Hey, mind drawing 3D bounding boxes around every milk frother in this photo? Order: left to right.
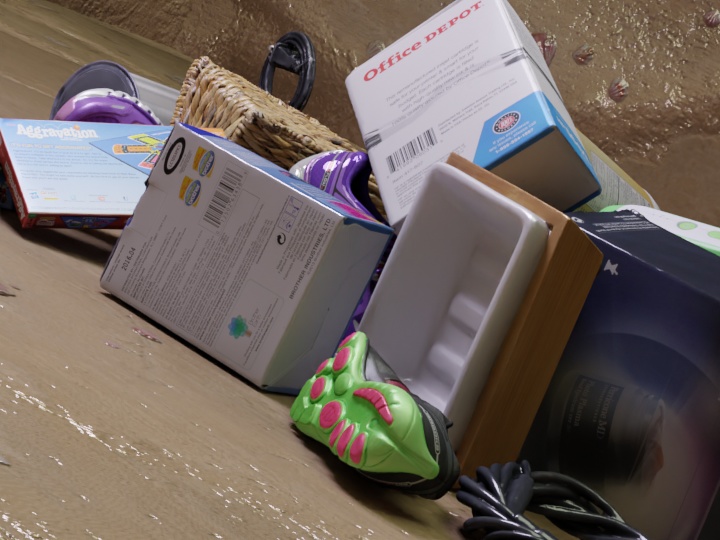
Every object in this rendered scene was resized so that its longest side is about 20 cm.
[{"bbox_3d":[-0.161,-0.157,2.068,0.180,0.200,0.188,16,0,37],"label":"milk frother"}]

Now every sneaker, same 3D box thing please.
[{"bbox_3d":[-0.174,-0.068,1.787,0.200,0.080,0.088,47,8,-37],"label":"sneaker"},{"bbox_3d":[0.000,0.000,1.643,0.083,0.200,0.081,-17,-13,14],"label":"sneaker"},{"bbox_3d":[0.011,0.101,1.390,0.084,0.077,0.200,41,5,-19],"label":"sneaker"}]

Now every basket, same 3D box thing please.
[{"bbox_3d":[-0.088,-0.077,1.976,0.200,0.143,0.149,27,11,-34],"label":"basket"}]

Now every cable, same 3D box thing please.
[{"bbox_3d":[0.132,0.173,1.348,0.163,0.051,0.200,17,12,-24],"label":"cable"}]

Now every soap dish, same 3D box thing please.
[{"bbox_3d":[0.077,0.035,1.506,0.081,0.200,0.157,17,10,-34],"label":"soap dish"}]

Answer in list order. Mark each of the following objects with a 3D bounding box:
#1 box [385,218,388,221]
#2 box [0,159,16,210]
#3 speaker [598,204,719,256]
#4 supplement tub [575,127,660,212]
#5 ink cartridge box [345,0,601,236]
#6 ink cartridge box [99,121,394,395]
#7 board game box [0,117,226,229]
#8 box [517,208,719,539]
[{"bbox_3d":[0.027,0.026,1.788,0.122,0.106,0.200,29,7,10],"label":"box"},{"bbox_3d":[-0.328,-0.095,1.719,0.137,0.038,0.200,30,8,29],"label":"box"},{"bbox_3d":[0.265,0.011,1.629,0.200,0.089,0.088,19,2,35],"label":"speaker"},{"bbox_3d":[0.159,-0.035,1.764,0.200,0.144,0.144,38,-2,-37],"label":"supplement tub"},{"bbox_3d":[0.083,-0.107,1.656,0.084,0.146,0.200,47,18,-37],"label":"ink cartridge box"},{"bbox_3d":[-0.095,-0.016,1.547,0.200,0.137,0.076,30,6,29],"label":"ink cartridge box"},{"bbox_3d":[-0.184,-0.075,1.702,0.200,0.019,0.103,1,49,-31],"label":"board game box"},{"bbox_3d":[0.210,0.086,1.546,0.198,0.200,0.123,29,19,31],"label":"box"}]
